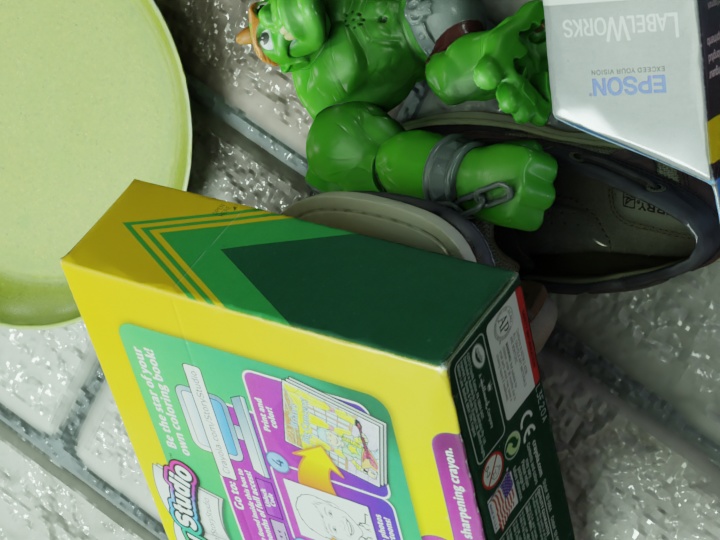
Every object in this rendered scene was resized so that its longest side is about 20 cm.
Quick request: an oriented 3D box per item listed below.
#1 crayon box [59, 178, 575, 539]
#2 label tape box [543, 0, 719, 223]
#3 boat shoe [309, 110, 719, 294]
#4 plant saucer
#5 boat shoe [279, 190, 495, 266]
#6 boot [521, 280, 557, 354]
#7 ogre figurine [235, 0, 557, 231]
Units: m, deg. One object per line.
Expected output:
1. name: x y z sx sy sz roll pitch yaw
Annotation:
1. crayon box: -0.009 0.072 0.838 0.172 0.058 0.201 16 138 32
2. label tape box: 0.119 -0.103 0.817 0.063 0.144 0.202 -2 101 25
3. boat shoe: 0.062 -0.025 0.906 0.198 0.065 0.073 4 105 25
4. plant saucer: -0.159 -0.073 1.018 0.198 0.031 0.202 6 104 24
5. boat shoe: 0.000 0.000 0.879 0.200 0.062 0.073 -15 97 57
6. boot: 0.040 0.094 0.929 0.199 0.070 0.147 -22 107 45
7. ogre figurine: 0.020 -0.101 0.888 0.119 0.098 0.201 -23 84 38
